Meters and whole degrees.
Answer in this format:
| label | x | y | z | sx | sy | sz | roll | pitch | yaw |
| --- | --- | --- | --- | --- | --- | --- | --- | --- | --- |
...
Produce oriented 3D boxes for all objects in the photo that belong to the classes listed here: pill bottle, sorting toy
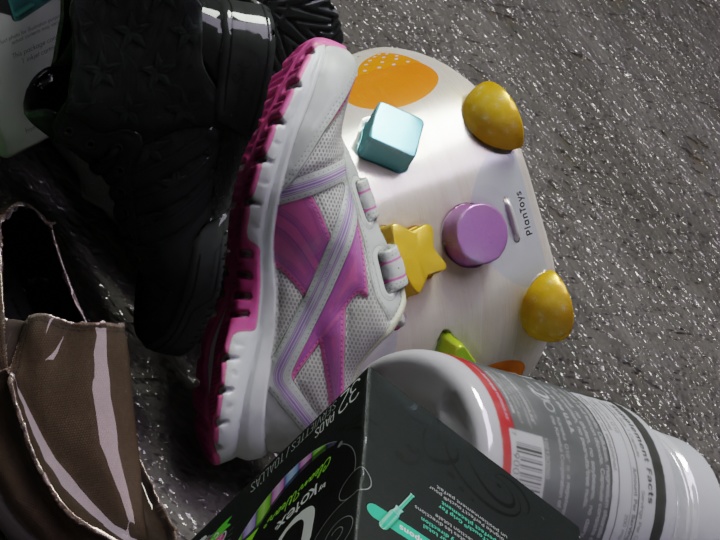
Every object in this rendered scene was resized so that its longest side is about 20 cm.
| label | x | y | z | sx | sy | sz | roll | pitch | yaw |
| --- | --- | --- | --- | --- | --- | --- | --- | --- | --- |
| pill bottle | 0.082 | 0.111 | 1.303 | 0.199 | 0.114 | 0.114 | 17 | 35 | -46 |
| sorting toy | 0.000 | 0.000 | 1.325 | 0.180 | 0.107 | 0.201 | -22 | 98 | -37 |

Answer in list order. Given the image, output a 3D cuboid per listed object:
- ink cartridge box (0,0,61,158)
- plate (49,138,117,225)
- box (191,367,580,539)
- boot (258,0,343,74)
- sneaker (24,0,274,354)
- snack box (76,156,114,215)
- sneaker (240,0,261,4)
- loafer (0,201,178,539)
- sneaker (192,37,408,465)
| label | x | y | z | sx | sy | sz | roll | pitch | yaw |
| --- | --- | --- | --- | --- | --- | --- | --- | --- | --- |
| ink cartridge box | -0.187 | -0.163 | 1.197 | 0.067 | 0.201 | 0.116 | -28 | 28 | -28 |
| plate | -0.110 | -0.079 | 1.406 | 0.200 | 0.032 | 0.200 | 52 | 25 | 18 |
| box | -0.002 | 0.167 | 1.040 | 0.124 | 0.149 | 0.200 | 37 | 26 | -17 |
| boot | -0.103 | -0.206 | 1.590 | 0.200 | 0.066 | 0.165 | 48 | -1 | 43 |
| sneaker | -0.102 | -0.062 | 1.165 | 0.104 | 0.201 | 0.060 | 8 | 23 | -20 |
| snack box | -0.111 | -0.111 | 1.218 | 0.024 | 0.201 | 0.072 | -28 | 39 | -32 |
| sneaker | -0.146 | -0.158 | 1.287 | 0.199 | 0.060 | 0.104 | 33 | -11 | -10 |
| loafer | -0.130 | 0.050 | 1.123 | 0.073 | 0.071 | 0.200 | 7 | 43 | -52 |
| sneaker | -0.020 | -0.006 | 1.234 | 0.088 | 0.201 | 0.081 | 8 | 5 | -14 |
